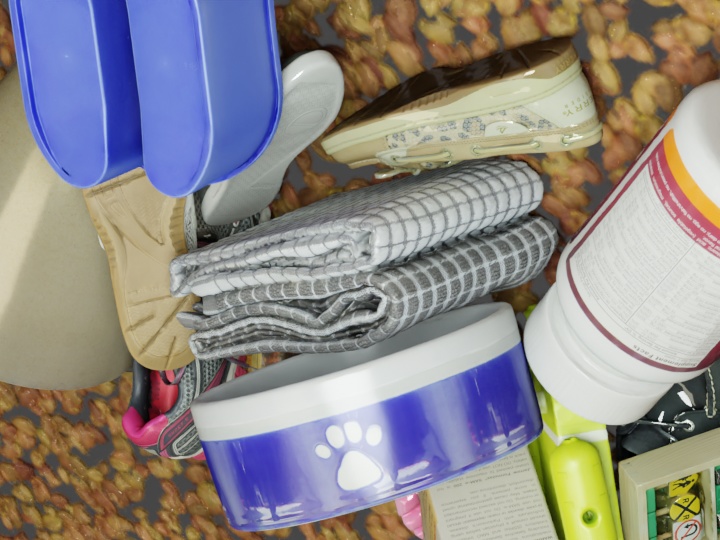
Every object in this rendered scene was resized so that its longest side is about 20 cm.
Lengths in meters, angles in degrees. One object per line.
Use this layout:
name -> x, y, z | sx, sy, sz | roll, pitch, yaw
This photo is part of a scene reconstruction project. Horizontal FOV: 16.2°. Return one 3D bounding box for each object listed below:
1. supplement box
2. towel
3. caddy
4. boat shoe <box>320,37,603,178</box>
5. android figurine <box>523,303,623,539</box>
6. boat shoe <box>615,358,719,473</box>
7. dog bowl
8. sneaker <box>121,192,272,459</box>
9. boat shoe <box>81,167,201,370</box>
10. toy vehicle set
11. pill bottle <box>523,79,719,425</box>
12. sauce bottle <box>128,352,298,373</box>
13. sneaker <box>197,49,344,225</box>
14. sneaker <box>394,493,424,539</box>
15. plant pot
supplement box -> 0.084, 0.188, 1.585 | 0.073, 0.200, 0.126 | -11, 129, -3
towel -> 0.000, 0.000, 1.553 | 0.200, 0.165, 0.086 | -12, 97, 45
caddy -> -0.120, -0.137, 1.476 | 0.141, 0.105, 0.201 | 7, 116, 26
boat shoe -> 0.056, -0.084, 1.516 | 0.200, 0.073, 0.063 | -11, 112, 47
android figurine -> 0.130, 0.120, 1.568 | 0.182, 0.041, 0.201 | -115, 14, -82
boat shoe -> 0.188, 0.104, 1.559 | 0.074, 0.066, 0.200 | 24, 135, 27
dog bowl -> 0.005, 0.085, 1.495 | 0.200, 0.200, 0.079 | -13, 95, 46
sneaker -> -0.108, 0.028, 1.700 | 0.080, 0.075, 0.201 | 7, 88, 39
boat shoe -> -0.141, -0.039, 1.624 | 0.069, 0.070, 0.201 | -120, 24, -79
toy vehicle set -> 0.223, 0.182, 1.554 | 0.027, 0.124, 0.201 | -125, 22, -52
pill bottle -> 0.178, -0.006, 1.428 | 0.110, 0.110, 0.200 | 42, 133, 6
sauce bottle -> -0.110, 0.059, 1.788 | 0.199, 0.066, 0.066 | 0, 122, 39
sneaker -> -0.074, -0.111, 1.581 | 0.100, 0.070, 0.200 | 67, 153, 15
sneaker -> 0.028, 0.101, 1.707 | 0.200, 0.079, 0.095 | 52, -173, -30
plant pot -> -0.203, -0.055, 1.710 | 0.187, 0.187, 0.200 | 34, 123, 14
